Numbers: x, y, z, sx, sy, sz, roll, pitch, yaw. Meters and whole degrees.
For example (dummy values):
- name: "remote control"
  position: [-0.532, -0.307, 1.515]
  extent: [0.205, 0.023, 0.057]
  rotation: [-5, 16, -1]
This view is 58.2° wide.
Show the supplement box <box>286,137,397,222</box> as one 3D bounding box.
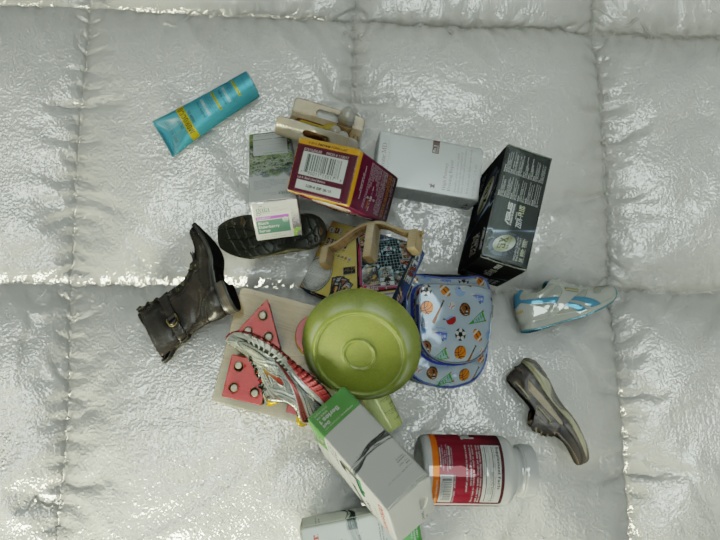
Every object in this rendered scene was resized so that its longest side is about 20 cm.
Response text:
- name: "supplement box"
  position: [-0.024, -0.142, 1.058]
  extent: [0.108, 0.199, 0.088]
  rotation: [16, 91, 21]

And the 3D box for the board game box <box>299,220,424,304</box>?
- name: "board game box"
  position: [0.000, 0.000, 1.110]
  extent: [0.197, 0.035, 0.138]
  rotation: [18, 77, 39]

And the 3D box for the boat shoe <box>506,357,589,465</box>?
- name: "boat shoe"
  position: [0.327, 0.256, 1.145]
  extent: [0.072, 0.075, 0.203]
  rotation: [-31, 75, 0]

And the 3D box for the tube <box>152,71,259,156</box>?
- name: "tube"
  position: [-0.281, -0.294, 1.192]
  extent: [0.197, 0.050, 0.078]
  rotation: [-33, 77, -5]

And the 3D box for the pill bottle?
- name: "pill bottle"
  position: [0.193, 0.336, 1.090]
  extent: [0.194, 0.113, 0.116]
  rotation: [3, 80, -6]

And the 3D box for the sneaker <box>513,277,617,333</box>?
- name: "sneaker"
  position: [0.374, 0.051, 1.177]
  extent: [0.195, 0.077, 0.083]
  rotation: [-14, 79, -10]

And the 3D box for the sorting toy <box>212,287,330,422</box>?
- name: "sorting toy"
  position: [-0.138, 0.147, 1.113]
  extent: [0.195, 0.070, 0.204]
  rotation: [14, 79, -3]

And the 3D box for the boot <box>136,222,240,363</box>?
- name: "boot"
  position: [-0.312, 0.034, 1.117]
  extent: [0.171, 0.069, 0.203]
  rotation: [-27, 68, 3]

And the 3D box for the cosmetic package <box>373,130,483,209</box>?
- name: "cosmetic package"
  position: [0.120, -0.183, 1.194]
  extent: [0.194, 0.074, 0.105]
  rotation: [8, 80, -5]

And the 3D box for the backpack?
- name: "backpack"
  position: [0.142, 0.104, 1.113]
  extent: [0.194, 0.154, 0.197]
  rotation: [2, 90, -8]

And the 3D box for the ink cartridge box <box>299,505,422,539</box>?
- name: "ink cartridge box"
  position: [0.004, 0.471, 1.063]
  extent: [0.194, 0.083, 0.151]
  rotation: [-7, 81, -7]

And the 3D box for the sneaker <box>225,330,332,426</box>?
- name: "sneaker"
  position: [-0.140, 0.170, 1.034]
  extent: [0.199, 0.078, 0.083]
  rotation: [40, 80, 2]

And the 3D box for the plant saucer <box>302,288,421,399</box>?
- name: "plant saucer"
  position: [-0.001, 0.128, 1.033]
  extent: [0.194, 0.031, 0.205]
  rotation: [3, 114, 7]

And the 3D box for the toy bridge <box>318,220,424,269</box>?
- name: "toy bridge"
  position: [0.019, -0.048, 1.081]
  extent: [0.196, 0.027, 0.069]
  rotation: [-9, 59, 31]

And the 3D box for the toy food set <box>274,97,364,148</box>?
- name: "toy food set"
  position: [-0.065, -0.261, 1.140]
  extent: [0.140, 0.201, 0.062]
  rotation: [17, 112, -3]

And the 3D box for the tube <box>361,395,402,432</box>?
- name: "tube"
  position: [0.009, 0.184, 1.120]
  extent: [0.051, 0.058, 0.204]
  rotation: [-24, 87, -17]

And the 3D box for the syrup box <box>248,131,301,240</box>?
- name: "syrup box"
  position: [-0.147, -0.149, 1.106]
  extent: [0.076, 0.083, 0.203]
  rotation: [-7, 46, -3]

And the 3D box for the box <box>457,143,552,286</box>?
- name: "box"
  position: [0.251, -0.091, 1.144]
  extent: [0.084, 0.164, 0.205]
  rotation: [16, 79, -3]

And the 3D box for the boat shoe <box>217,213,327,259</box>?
- name: "boat shoe"
  position: [-0.153, -0.058, 1.147]
  extent: [0.194, 0.074, 0.078]
  rotation: [0, 88, 5]

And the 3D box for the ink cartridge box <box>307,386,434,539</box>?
- name: "ink cartridge box"
  position: [0.018, 0.305, 1.016]
  extent: [0.084, 0.148, 0.199]
  rotation: [-36, 52, -18]
